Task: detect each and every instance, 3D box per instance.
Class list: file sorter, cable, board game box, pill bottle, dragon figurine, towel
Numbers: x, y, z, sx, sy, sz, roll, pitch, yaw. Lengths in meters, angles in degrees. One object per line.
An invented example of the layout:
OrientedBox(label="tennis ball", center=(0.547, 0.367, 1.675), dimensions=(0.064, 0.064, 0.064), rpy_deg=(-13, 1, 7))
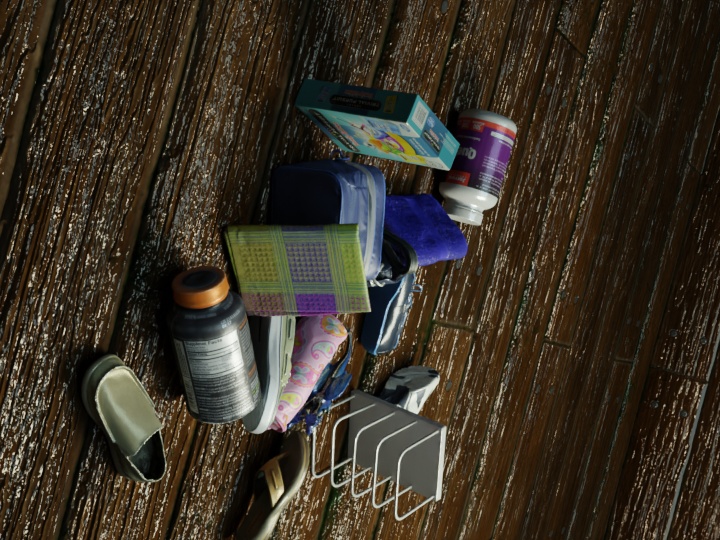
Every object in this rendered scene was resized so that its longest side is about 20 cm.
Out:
OrientedBox(label="file sorter", center=(0.025, 0.311, 1.566), dimensions=(0.124, 0.199, 0.139), rpy_deg=(-17, 116, -47))
OrientedBox(label="cable", center=(0.028, -0.062, 1.422), dimensions=(0.050, 0.200, 0.098), rpy_deg=(0, 109, -46))
OrientedBox(label="board game box", center=(0.025, -0.213, 1.353), dimensions=(0.151, 0.199, 0.047), rpy_deg=(36, 72, -54))
OrientedBox(label="pill bottle", center=(0.213, -0.191, 1.718), dimensions=(0.112, 0.112, 0.201), rpy_deg=(18, 87, -56))
OrientedBox(label="pill bottle", center=(-0.198, 0.096, 1.234), dimensions=(0.106, 0.106, 0.201), rpy_deg=(-37, 131, -43))
OrientedBox(label="dragon figurine", center=(-0.051, 0.179, 1.487), dimensions=(0.200, 0.059, 0.099), rpy_deg=(-57, 176, -14))
OrientedBox(label="towel", center=(-0.089, -0.002, 1.286), dimensions=(0.023, 0.199, 0.144), rpy_deg=(-65, 150, -58))
OrientedBox(label="towel", center=(0.093, -0.075, 1.565), dimensions=(0.200, 0.148, 0.050), rpy_deg=(-12, 147, -54))

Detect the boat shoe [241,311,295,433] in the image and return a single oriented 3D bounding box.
OrientedBox(label="boat shoe", center=(-0.127, 0.138, 1.341), dimensions=(0.062, 0.072, 0.201), rpy_deg=(22, 65, -39))

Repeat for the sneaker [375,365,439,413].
OrientedBox(label="sneaker", center=(0.079, 0.272, 1.737), dimensions=(0.199, 0.079, 0.130), rpy_deg=(-40, 138, -47))

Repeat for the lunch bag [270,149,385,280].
OrientedBox(label="lunch bag", center=(-0.044, -0.078, 1.365), dimensions=(0.132, 0.135, 0.201), rpy_deg=(-12, 111, -54))

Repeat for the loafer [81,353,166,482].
OrientedBox(label="loafer", center=(-0.289, 0.191, 1.171), dimensions=(0.076, 0.068, 0.201), rpy_deg=(-45, 136, -37))

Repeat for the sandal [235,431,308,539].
OrientedBox(label="sandal", center=(-0.143, 0.339, 1.441), dimensions=(0.054, 0.080, 0.200), rpy_deg=(39, 72, -28))

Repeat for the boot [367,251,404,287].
OrientedBox(label="boot", center=(0.000, 0.000, 1.500), dimensions=(0.200, 0.090, 0.073), rpy_deg=(-29, 126, -47))

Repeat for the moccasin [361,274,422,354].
OrientedBox(label="moccasin", center=(0.056, 0.049, 1.623), dimensions=(0.068, 0.080, 0.201), rpy_deg=(7, 110, -42))

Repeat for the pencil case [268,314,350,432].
OrientedBox(label="pencil case", center=(-0.098, 0.149, 1.421), dimensions=(0.200, 0.087, 0.088), rpy_deg=(-56, 142, -28))
